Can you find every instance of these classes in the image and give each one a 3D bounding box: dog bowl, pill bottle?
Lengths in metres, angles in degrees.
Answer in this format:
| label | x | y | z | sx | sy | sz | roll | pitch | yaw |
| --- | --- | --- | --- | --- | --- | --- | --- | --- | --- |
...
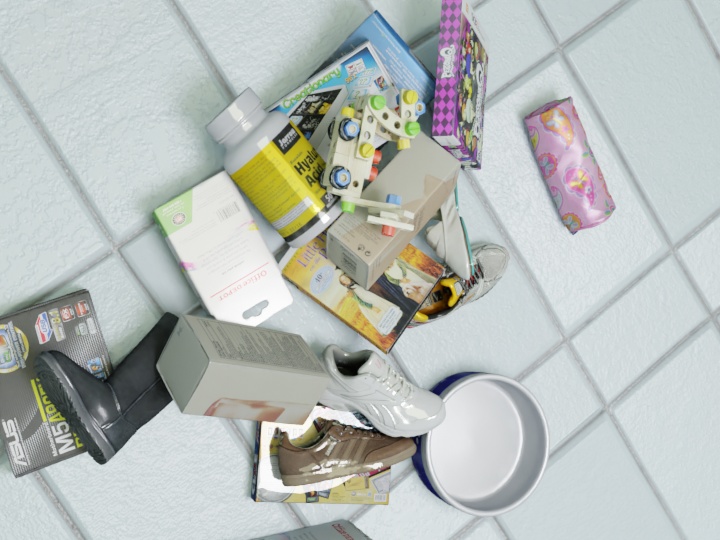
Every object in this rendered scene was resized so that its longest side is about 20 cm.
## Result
| label | x | y | z | sx | sy | sz | roll | pitch | yaw |
| --- | --- | --- | --- | --- | --- | --- | --- | --- | --- |
| dog bowl | 0.174 | 0.251 | 1.446 | 0.196 | 0.079 | 0.205 | 1 | 88 | -18 |
| pill bottle | -0.113 | -0.139 | 1.313 | 0.111 | 0.111 | 0.201 | -45 | 104 | -14 |

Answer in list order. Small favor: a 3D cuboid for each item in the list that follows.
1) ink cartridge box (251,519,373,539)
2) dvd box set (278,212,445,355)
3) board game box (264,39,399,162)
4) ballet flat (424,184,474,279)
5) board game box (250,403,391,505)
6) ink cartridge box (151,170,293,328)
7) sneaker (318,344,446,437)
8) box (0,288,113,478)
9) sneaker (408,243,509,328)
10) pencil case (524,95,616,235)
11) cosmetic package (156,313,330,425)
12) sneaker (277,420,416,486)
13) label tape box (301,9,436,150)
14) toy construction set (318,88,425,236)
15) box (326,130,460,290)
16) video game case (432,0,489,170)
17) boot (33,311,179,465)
| label | x | y | z | sx | sy | sz | roll | pitch | yaw |
| --- | --- | --- | --- | --- | --- | --- | --- | --- | --- |
| ink cartridge box | -0.086 | 0.409 | 1.323 | 0.196 | 0.145 | 0.085 | -8 | 92 | -17 |
| dvd box set | 0.000 | 0.000 | 1.383 | 0.199 | 0.029 | 0.147 | 36 | 77 | 10 |
| board game box | -0.038 | -0.208 | 1.362 | 0.198 | 0.035 | 0.127 | -30 | 105 | 12 |
| ballet flat | 0.118 | -0.071 | 1.420 | 0.068 | 0.070 | 0.204 | 4 | 57 | -17 |
| board game box | -0.052 | 0.258 | 1.396 | 0.196 | 0.035 | 0.139 | 6 | 87 | -17 |
| ink cartridge box | -0.186 | -0.018 | 1.344 | 0.116 | 0.067 | 0.203 | -30 | 97 | -15 |
| sneaker | 0.026 | 0.160 | 1.356 | 0.196 | 0.101 | 0.079 | 16 | 44 | 5 |
| box | -0.401 | 0.144 | 1.282 | 0.157 | 0.044 | 0.204 | -17 | 94 | -19 |
| sneaker | 0.140 | 0.026 | 1.440 | 0.198 | 0.082 | 0.079 | -32 | 98 | -17 |
| pencil case | 0.321 | -0.159 | 1.506 | 0.086 | 0.087 | 0.203 | -27 | 97 | -16 |
| cosmetic package | -0.151 | 0.132 | 1.285 | 0.198 | 0.104 | 0.088 | 15 | 115 | -41 |
| sneaker | -0.018 | 0.240 | 1.354 | 0.196 | 0.070 | 0.077 | -10 | 86 | -19 |
| label tape box | -0.003 | -0.244 | 1.401 | 0.199 | 0.063 | 0.144 | -41 | 102 | 16 |
| toy construction set | 0.020 | -0.143 | 1.276 | 0.129 | 0.092 | 0.205 | 13 | 71 | -27 |
| box | 0.045 | -0.082 | 1.345 | 0.077 | 0.095 | 0.200 | 38 | 73 | 13 |
| video game case | 0.145 | -0.263 | 1.403 | 0.035 | 0.181 | 0.205 | 2 | 82 | 20 |
| boot | -0.300 | 0.119 | 1.263 | 0.200 | 0.065 | 0.167 | -44 | 120 | -36 |
